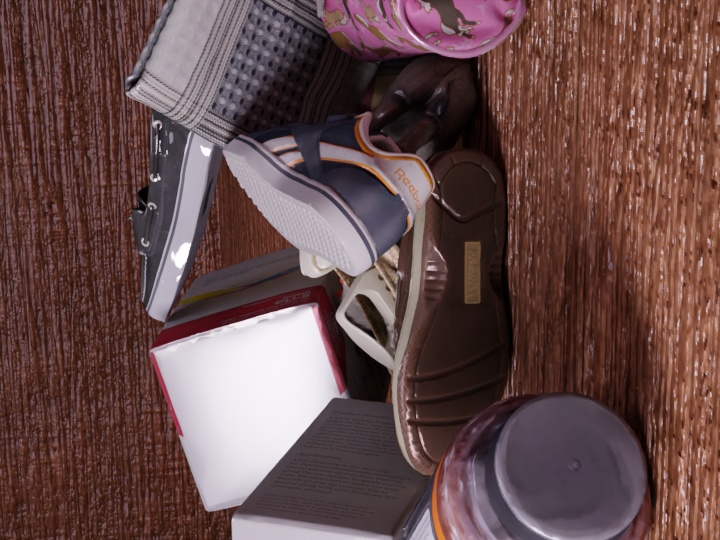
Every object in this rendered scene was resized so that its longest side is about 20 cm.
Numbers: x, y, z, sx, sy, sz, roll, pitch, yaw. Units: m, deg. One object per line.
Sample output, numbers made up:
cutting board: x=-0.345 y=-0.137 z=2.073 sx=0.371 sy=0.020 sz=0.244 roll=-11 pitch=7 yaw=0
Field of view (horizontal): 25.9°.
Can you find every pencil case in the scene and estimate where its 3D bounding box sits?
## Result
pencil case: x=0.032 y=-0.171 z=0.969 sx=0.083 sy=0.086 sz=0.200 roll=64 pitch=168 yaw=-14

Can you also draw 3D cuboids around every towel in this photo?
towel: x=-0.046 y=-0.171 z=1.064 sx=0.034 sy=0.192 sz=0.201 roll=22 pitch=87 yaw=46

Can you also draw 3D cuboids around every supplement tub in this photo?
supplement tub: x=0.081 y=0.128 z=0.777 sx=0.200 sy=0.106 sz=0.108 roll=108 pitch=156 yaw=-63

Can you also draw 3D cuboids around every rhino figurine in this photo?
rhino figurine: x=0.032 y=-0.093 z=1.080 sx=0.060 sy=0.087 sz=0.200 roll=44 pitch=167 yaw=1

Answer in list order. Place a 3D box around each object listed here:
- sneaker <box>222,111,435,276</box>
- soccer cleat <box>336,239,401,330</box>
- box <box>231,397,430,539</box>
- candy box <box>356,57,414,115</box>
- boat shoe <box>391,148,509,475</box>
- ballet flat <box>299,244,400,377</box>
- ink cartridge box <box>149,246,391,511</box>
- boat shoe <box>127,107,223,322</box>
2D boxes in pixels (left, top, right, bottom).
sneaker: x=-0.018 y=-0.056 z=0.985 sx=0.079 sy=0.079 sz=0.200 roll=57 pitch=167 yaw=-29
soccer cleat: x=0.025 y=0.016 z=1.186 sx=0.078 sy=0.069 sz=0.200 roll=48 pitch=167 yaw=16
box: x=0.000 y=0.194 z=1.045 sx=0.200 sy=0.105 sz=0.154 roll=-43 pitch=-45 yaw=-66
candy box: x=-0.001 y=-0.197 z=1.285 sx=0.116 sy=0.055 sz=0.201 roll=101 pitch=162 yaw=-55
boat shoe: x=0.054 y=0.026 z=0.997 sx=0.075 sy=0.074 sz=0.204 roll=-172 pitch=90 yaw=-73
ballet flat: x=0.000 y=0.000 z=1.065 sx=0.201 sy=0.065 sz=0.070 roll=53 pitch=153 yaw=-2
ink cartridge box: x=-0.067 y=0.078 z=1.289 sx=0.200 sy=0.143 sz=0.146 roll=-75 pitch=-33 yaw=-72
boat shoe: x=-0.148 y=-0.049 z=1.212 sx=0.069 sy=0.056 sz=0.201 roll=-69 pitch=-2 yaw=-55
